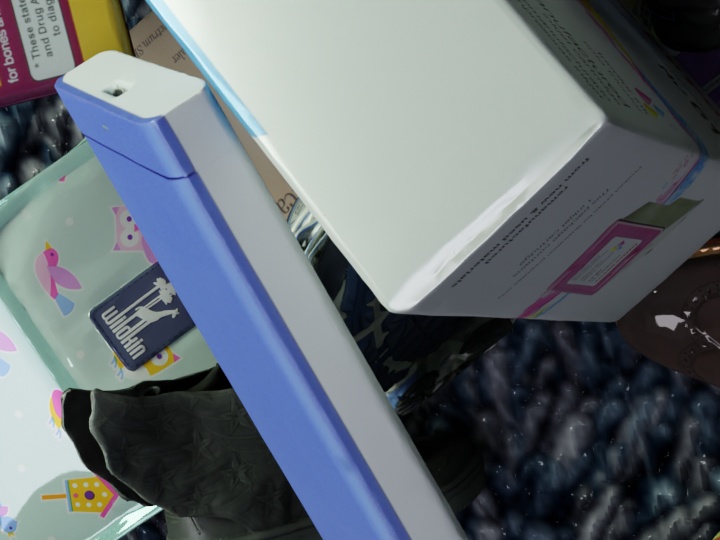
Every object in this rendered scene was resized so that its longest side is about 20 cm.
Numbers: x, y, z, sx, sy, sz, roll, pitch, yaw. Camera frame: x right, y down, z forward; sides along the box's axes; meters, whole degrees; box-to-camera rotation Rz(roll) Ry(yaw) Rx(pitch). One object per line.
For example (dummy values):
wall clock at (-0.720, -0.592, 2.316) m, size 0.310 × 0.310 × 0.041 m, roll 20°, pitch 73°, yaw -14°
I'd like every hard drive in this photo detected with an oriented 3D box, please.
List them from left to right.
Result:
hard drive at (-0.027, 0.025, 0.672) m, size 0.200 × 0.025 × 0.132 m, roll 61°, pitch 168°, yaw -19°

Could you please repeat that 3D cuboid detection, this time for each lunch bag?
lunch bag at (-0.133, 0.040, 0.998) m, size 0.200 × 0.122 × 0.171 m, roll -33°, pitch 95°, yaw 22°

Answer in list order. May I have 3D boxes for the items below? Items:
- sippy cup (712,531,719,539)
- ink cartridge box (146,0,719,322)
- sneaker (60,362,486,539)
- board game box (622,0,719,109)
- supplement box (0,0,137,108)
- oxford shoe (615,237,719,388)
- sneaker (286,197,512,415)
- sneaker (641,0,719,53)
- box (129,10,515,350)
sippy cup at (0.182, 0.162, 0.877) m, size 0.178 × 0.130 × 0.140 m, roll 38°, pitch 128°, yaw 5°
ink cartridge box at (0.036, -0.062, 0.657) m, size 0.085 × 0.200 × 0.145 m, roll -43°, pitch 72°, yaw 16°
sneaker at (-0.032, 0.075, 0.927) m, size 0.060 × 0.199 × 0.105 m, roll 6°, pitch 109°, yaw 57°
board game box at (0.102, -0.106, 0.761) m, size 0.200 × 0.032 × 0.120 m, roll -35°, pitch 69°, yaw 13°
supplement box at (-0.191, -0.109, 0.748) m, size 0.199 × 0.103 × 0.131 m, roll -14°, pitch 98°, yaw -4°
oxford shoe at (0.190, 0.036, 0.837) m, size 0.199 × 0.073 × 0.071 m, roll 11°, pitch 122°, yaw 25°
sneaker at (0.000, 0.000, 0.773) m, size 0.077 × 0.200 × 0.085 m, roll -40°, pitch 78°, yaw -4°
sneaker at (0.093, -0.130, 0.689) m, size 0.199 × 0.077 × 0.112 m, roll 12°, pitch 107°, yaw 3°
box at (-0.017, -0.042, 0.908) m, size 0.200 × 0.078 × 0.095 m, roll 50°, pitch 127°, yaw -4°
